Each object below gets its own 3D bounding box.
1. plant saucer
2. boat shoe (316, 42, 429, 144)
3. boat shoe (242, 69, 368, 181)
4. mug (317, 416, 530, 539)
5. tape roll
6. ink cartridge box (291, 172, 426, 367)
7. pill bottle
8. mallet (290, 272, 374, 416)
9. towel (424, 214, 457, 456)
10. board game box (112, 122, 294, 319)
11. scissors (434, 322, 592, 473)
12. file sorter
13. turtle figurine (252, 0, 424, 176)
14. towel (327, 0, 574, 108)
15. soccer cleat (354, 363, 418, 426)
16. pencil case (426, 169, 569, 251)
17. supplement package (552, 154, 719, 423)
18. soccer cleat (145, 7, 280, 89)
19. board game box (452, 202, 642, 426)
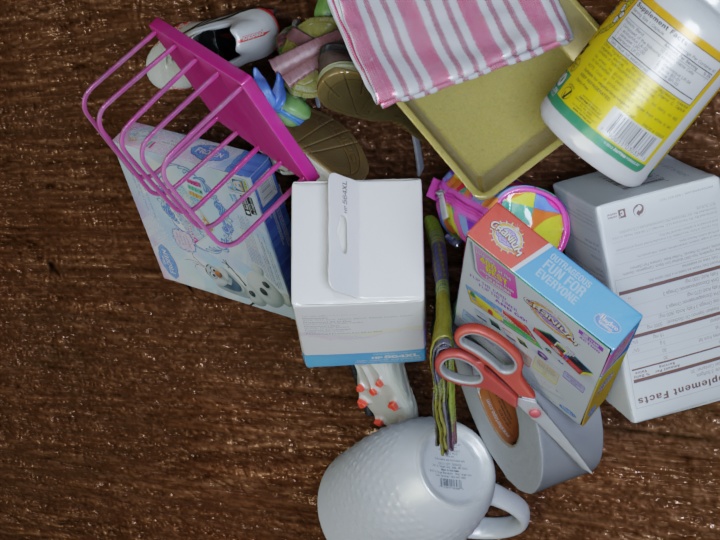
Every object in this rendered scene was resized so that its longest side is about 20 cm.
[{"bbox_3d":[0.116,-0.183,1.544,0.200,0.200,0.048,51,163,9],"label":"plant saucer"},{"bbox_3d":[0.050,-0.169,1.608,0.073,0.200,0.065,-44,41,42],"label":"boat shoe"},{"bbox_3d":[-0.070,-0.132,1.782,0.200,0.071,0.069,41,131,30],"label":"boat shoe"},{"bbox_3d":[0.080,0.234,1.770,0.200,0.148,0.175,22,150,-18],"label":"mug"},{"bbox_3d":[0.156,0.109,1.638,0.200,0.066,0.201,162,90,-75],"label":"tape roll"},{"bbox_3d":[0.000,0.000,1.652,0.200,0.125,0.129,85,-177,-69],"label":"ink cartridge box"},{"bbox_3d":[0.251,-0.179,1.433,0.113,0.113,0.200,43,108,16],"label":"pill bottle"},{"bbox_3d":[-0.023,0.070,1.834,0.041,0.066,0.201,-1,109,42],"label":"mallet"},{"bbox_3d":[0.075,0.058,1.609,0.023,0.200,0.144,-4,129,2],"label":"towel"},{"bbox_3d":[-0.158,-0.054,1.864,0.199,0.043,0.200,16,138,33],"label":"board game box"},{"bbox_3d":[0.151,0.114,1.506,0.200,0.014,0.073,36,127,-17],"label":"scissors"},{"bbox_3d":[-0.164,-0.131,1.674,0.200,0.125,0.139,36,166,50],"label":"file sorter"},{"bbox_3d":[-0.007,-0.226,1.681,0.194,0.200,0.144,-63,36,14],"label":"turtle figurine"},{"bbox_3d":[0.076,-0.237,1.516,0.030,0.200,0.147,114,134,-71],"label":"towel"},{"bbox_3d":[0.019,0.087,1.811,0.069,0.078,0.200,1,130,45],"label":"soccer cleat"},{"bbox_3d":[0.125,-0.051,1.579,0.200,0.088,0.089,-145,38,-74],"label":"pencil case"},{"bbox_3d":[0.257,0.014,1.515,0.117,0.117,0.201,-135,31,-71],"label":"supplement package"},{"bbox_3d":[-0.169,-0.230,1.803,0.200,0.085,0.069,-10,101,41],"label":"soccer cleat"},{"bbox_3d":[0.152,0.041,1.447,0.153,0.040,0.200,39,163,14],"label":"board game box"}]
